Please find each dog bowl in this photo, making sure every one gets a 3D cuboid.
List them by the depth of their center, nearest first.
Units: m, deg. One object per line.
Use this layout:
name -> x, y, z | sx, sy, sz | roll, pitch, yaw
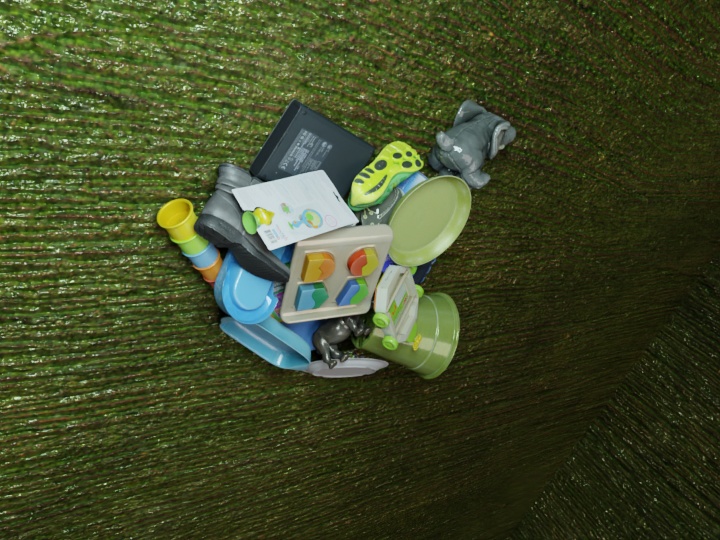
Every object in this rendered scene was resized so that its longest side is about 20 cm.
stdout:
dog bowl -> -0.184, -0.007, 1.134 | 0.111, 0.050, 0.200 | 31, 70, -38

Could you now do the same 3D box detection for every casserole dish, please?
casserole dish -> -0.177, 0.129, 1.267 | 0.200, 0.121, 0.039 | 40, 56, -27

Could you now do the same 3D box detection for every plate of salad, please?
plate of salad -> -0.037, 0.205, 1.472 | 0.200, 0.048, 0.200 | -2, 162, -1

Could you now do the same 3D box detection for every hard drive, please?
hard drive -> -0.077, -0.192, 1.140 | 0.200, 0.033, 0.140 | 20, 110, -49

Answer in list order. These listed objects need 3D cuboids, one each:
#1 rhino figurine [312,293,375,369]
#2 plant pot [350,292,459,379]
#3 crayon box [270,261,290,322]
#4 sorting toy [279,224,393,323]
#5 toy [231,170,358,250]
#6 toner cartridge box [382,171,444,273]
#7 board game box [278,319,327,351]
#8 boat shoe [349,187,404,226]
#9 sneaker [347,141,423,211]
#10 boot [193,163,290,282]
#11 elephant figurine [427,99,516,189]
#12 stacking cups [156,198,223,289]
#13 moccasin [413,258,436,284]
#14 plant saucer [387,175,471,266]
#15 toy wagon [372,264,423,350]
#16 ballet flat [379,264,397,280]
rhino figurine -> -0.022, 0.102, 1.361 | 0.200, 0.087, 0.060 | -50, 157, 1
plant pot -> 0.084, 0.129, 1.465 | 0.190, 0.200, 0.200 | 13, 117, -26
crayon box -> -0.104, 0.015, 1.236 | 0.200, 0.058, 0.119 | -22, 137, 2
sorting toy -> -0.042, 0.012, 1.178 | 0.185, 0.036, 0.200 | -6, 132, -25
toy -> -0.109, -0.093, 1.069 | 0.200, 0.115, 0.047 | -20, 161, -48
toner cartridge box -> 0.071, -0.102, 1.306 | 0.043, 0.095, 0.200 | 19, 110, -49
board game box -> -0.098, 0.093, 1.384 | 0.200, 0.039, 0.158 | -7, 123, -41
boat shoe -> 0.000, -0.094, 1.269 | 0.202, 0.072, 0.060 | -42, 147, 4
sneaker -> 0.041, -0.176, 1.225 | 0.200, 0.074, 0.084 | -38, 176, -37
boot -> -0.167, -0.076, 1.075 | 0.200, 0.070, 0.132 | 44, 55, -40
elephant figurine -> 0.233, -0.265, 1.297 | 0.141, 0.155, 0.200 | 43, 79, -10
stacking cups -> -0.271, -0.031, 1.101 | 0.060, 0.061, 0.200 | -34, 144, -13
moccasin -> 0.132, -0.040, 1.447 | 0.068, 0.081, 0.200 | -17, 149, -35
plant saucer -> 0.124, -0.098, 1.256 | 0.200, 0.031, 0.200 | -23, 137, -23
toy wagon -> 0.080, 0.084, 1.323 | 0.155, 0.040, 0.200 | -59, 144, -36
ballet flat -> 0.000, 0.000, 1.377 | 0.200, 0.067, 0.064 | 0, 152, -41
